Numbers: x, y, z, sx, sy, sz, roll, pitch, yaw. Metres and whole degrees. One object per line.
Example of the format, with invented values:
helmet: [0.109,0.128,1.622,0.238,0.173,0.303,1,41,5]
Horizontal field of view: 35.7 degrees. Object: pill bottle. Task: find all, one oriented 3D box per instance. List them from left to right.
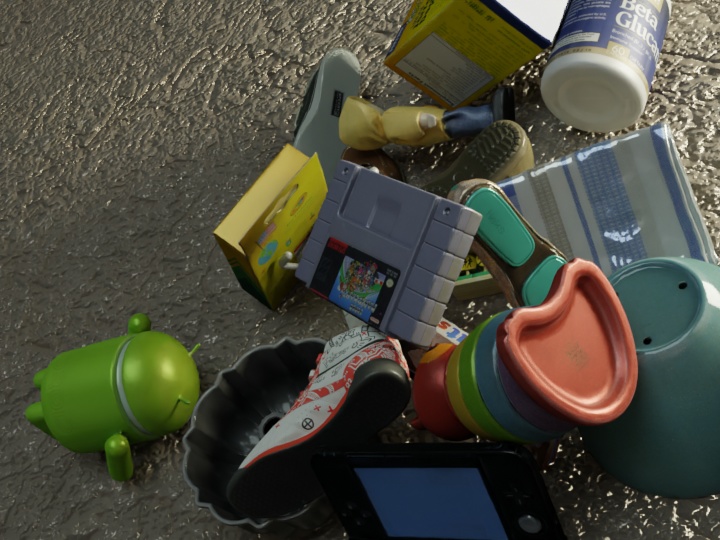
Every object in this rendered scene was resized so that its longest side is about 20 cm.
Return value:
pill bottle: [0.269,-0.256,1.196,0.111,0.111,0.201,1,56,34]

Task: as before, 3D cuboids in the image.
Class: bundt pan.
bundt pan: [-0.068,0.169,1.080,0.201,0.076,0.202,-15,49,18]

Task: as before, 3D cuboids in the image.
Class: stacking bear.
stacking bear: [0.113,0.086,0.893,0.121,0.114,0.200,-37,5,-35]

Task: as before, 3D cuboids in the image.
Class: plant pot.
plant pot: [0.254,0.066,0.920,0.199,0.135,0.201,-18,46,20]

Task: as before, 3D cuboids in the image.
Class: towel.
towel: [0.218,-0.040,1.049,0.199,0.024,0.147,-19,90,22]

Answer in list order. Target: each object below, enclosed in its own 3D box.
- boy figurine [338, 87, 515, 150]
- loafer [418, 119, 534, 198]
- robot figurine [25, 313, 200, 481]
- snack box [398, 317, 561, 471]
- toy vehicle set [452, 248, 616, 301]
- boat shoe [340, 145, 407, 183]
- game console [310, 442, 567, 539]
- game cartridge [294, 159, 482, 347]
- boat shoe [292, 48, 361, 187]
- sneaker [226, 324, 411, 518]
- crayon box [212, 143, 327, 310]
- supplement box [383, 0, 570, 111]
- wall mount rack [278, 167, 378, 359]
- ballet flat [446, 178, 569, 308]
boy figurine: [0.074,-0.170,1.260,0.199,0.065,0.124,1,10,21]
loafer: [0.104,-0.064,1.140,0.200,0.067,0.076,-41,48,20]
robot figurine: [-0.263,0.132,1.214,0.199,0.116,0.176,-15,49,22]
snack box: [0.097,0.096,1.007,0.200,0.072,0.024,34,44,30]
toy vehicle set: [0.188,-0.045,1.133,0.199,0.027,0.125,-13,49,24]
boat shoe: [0.014,-0.092,1.256,0.072,0.068,0.200,-30,44,8]
game console: [0.055,0.238,0.901,0.199,0.176,0.117,-5,35,29]
game cartridge: [0.017,-0.019,1.012,0.200,0.038,0.130,27,92,53]
boat shoe: [-0.046,-0.176,1.376,0.064,0.071,0.201,-30,41,59]
sneaker: [-0.037,0.132,1.003,0.201,0.067,0.108,-42,20,16]
crayon box: [-0.088,-0.049,1.192,0.051,0.200,0.127,35,75,16]
supplement box: [0.131,-0.279,1.246,0.200,0.109,0.110,-29,32,58]
wall mount rack: [0.000,0.000,1.126,0.174,0.074,0.201,-40,59,34]
ballet flat: [0.146,-0.008,1.027,0.068,0.200,0.067,-40,21,-9]
